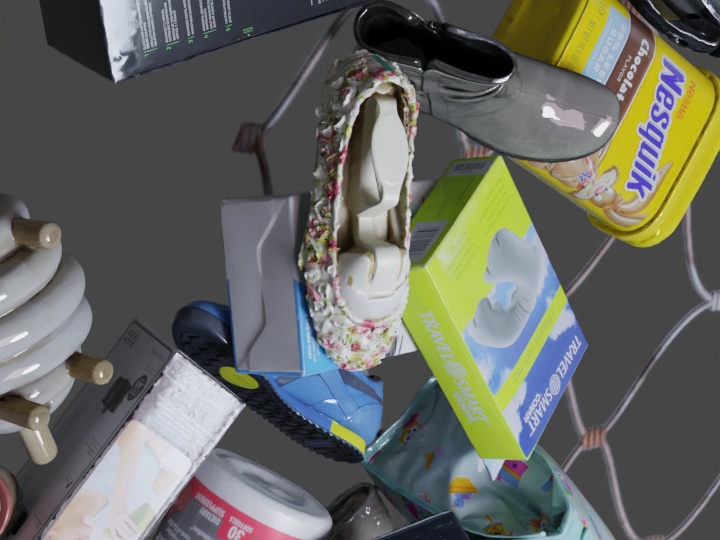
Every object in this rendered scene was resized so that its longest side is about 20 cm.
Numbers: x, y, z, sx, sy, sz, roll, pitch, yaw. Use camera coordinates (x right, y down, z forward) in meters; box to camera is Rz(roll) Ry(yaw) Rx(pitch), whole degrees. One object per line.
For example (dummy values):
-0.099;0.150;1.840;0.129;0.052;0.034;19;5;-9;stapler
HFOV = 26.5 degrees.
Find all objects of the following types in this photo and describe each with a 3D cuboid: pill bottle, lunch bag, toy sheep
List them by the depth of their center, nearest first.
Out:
-0.215;0.029;0.882;0.137;0.137;0.202;-25;115;-27;toy sheep
-0.110;0.237;1.074;0.110;0.110;0.202;26;92;-42;pill bottle
0.119;0.197;1.178;0.122;0.199;0.171;-46;132;-12;lunch bag

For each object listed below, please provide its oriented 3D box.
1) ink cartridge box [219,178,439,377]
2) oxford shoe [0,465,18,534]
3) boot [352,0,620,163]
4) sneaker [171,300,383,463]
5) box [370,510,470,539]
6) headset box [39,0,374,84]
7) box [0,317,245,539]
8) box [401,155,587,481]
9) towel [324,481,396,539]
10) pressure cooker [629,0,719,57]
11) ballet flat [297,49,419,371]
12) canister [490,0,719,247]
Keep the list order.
0.000;0.000;1.048;0.199;0.067;0.118;-9;96;-49;ink cartridge box
-0.289;0.191;0.941;0.199;0.075;0.071;-34;88;0;oxford shoe
0.086;-0.120;1.001;0.198;0.131;0.069;14;89;-4;boot
-0.054;0.061;1.081;0.200;0.065;0.079;39;62;-38;sneaker
0.036;0.314;1.076;0.122;0.201;0.199;-14;149;-35;box
-0.102;-0.222;0.886;0.199;0.093;0.176;-24;123;-28;headset box
-0.169;0.136;0.973;0.060;0.116;0.201;40;82;-22;box
0.094;0.036;1.071;0.122;0.047;0.201;-54;128;-37;box
-0.038;0.274;1.202;0.200;0.034;0.133;-43;131;-16;towel
0.258;-0.263;1.100;0.200;0.176;0.179;-44;154;-13;pressure cooker
0.003;-0.033;0.936;0.075;0.064;0.203;-6;101;-26;ballet flat
0.181;-0.123;1.161;0.199;0.086;0.150;28;91;-41;canister
